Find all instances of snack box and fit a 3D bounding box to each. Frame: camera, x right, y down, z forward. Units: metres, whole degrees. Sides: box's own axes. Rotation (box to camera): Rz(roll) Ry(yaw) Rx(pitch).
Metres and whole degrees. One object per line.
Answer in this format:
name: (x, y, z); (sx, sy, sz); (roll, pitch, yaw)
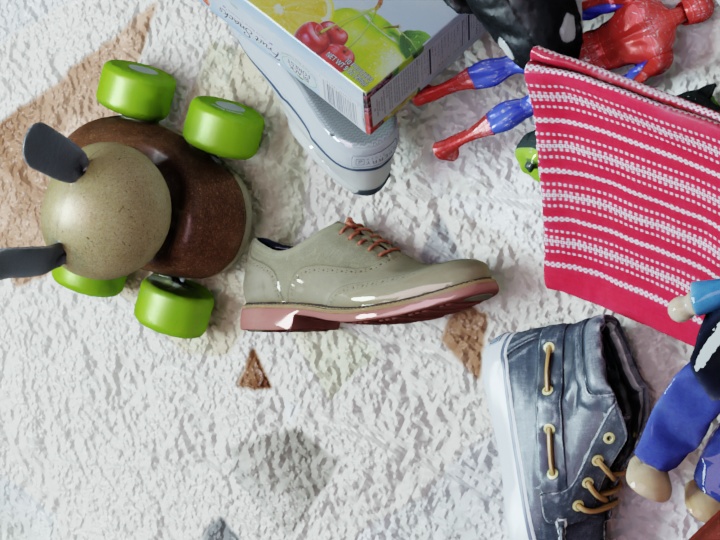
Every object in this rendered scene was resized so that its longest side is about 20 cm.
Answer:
snack box: (-0.016, -0.198, 1.458); (0.200, 0.053, 0.142); (39, 68, 23)

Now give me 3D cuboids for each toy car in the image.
toy car: (-0.182, -0.047, 1.530); (0.157, 0.200, 0.165); (24, 105, 28)

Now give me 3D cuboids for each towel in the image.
towel: (0.165, -0.037, 1.347); (0.144, 0.023, 0.201); (23, 146, 26)

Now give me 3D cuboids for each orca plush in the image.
orca plush: (0.089, -0.214, 1.355); (0.104, 0.071, 0.202); (-2, 97, 13)

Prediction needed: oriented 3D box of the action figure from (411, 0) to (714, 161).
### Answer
action figure: (0.131, -0.131, 1.418); (0.199, 0.052, 0.066); (-21, 87, 26)

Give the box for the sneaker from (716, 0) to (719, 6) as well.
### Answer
sneaker: (0.259, -0.155, 1.322); (0.071, 0.073, 0.201); (-41, 72, 31)

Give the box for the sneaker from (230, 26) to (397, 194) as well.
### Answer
sneaker: (-0.039, -0.132, 1.505); (0.071, 0.073, 0.201); (98, 150, -55)

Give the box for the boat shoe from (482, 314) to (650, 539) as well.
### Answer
boat shoe: (0.141, 0.130, 1.416); (0.090, 0.071, 0.202); (-17, 83, 33)

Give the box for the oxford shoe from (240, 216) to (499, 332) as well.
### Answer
oxford shoe: (0.000, 0.000, 1.498); (0.199, 0.070, 0.075); (-5, 85, 31)

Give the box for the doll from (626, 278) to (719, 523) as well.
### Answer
doll: (0.239, 0.060, 1.341); (0.136, 0.049, 0.201); (24, 119, -4)

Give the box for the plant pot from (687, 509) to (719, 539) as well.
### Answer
plant pot: (0.262, 0.224, 1.288); (0.199, 0.200, 0.177); (33, 97, 26)

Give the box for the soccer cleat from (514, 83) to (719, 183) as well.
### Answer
soccer cleat: (0.184, -0.075, 1.385); (0.199, 0.068, 0.081); (6, 58, 44)
